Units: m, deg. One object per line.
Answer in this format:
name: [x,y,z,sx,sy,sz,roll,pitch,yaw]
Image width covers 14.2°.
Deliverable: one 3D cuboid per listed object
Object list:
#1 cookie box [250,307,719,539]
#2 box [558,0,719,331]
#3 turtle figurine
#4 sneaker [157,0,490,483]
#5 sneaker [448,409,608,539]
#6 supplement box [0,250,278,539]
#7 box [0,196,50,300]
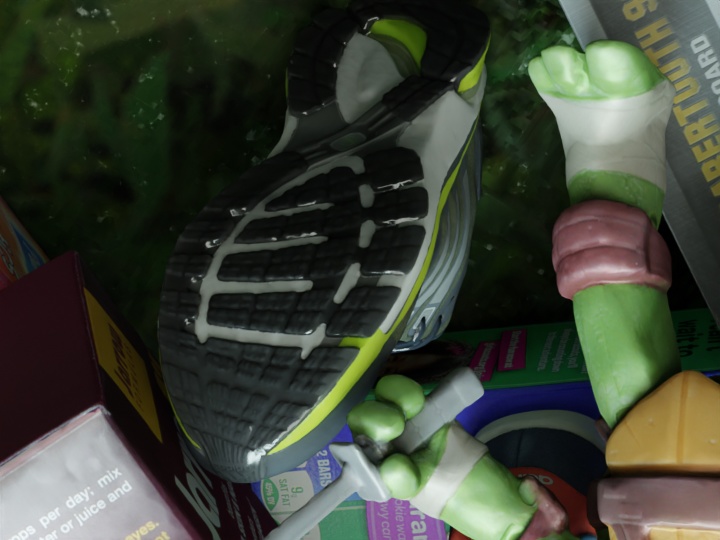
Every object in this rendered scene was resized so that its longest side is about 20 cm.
cookie box: [0.076,0.103,0.915,0.198,0.075,0.172,-6,107,10]
box: [0.145,-0.073,0.820,0.158,0.048,0.201,-28,82,11]
turtle figurine: [0.068,0.031,0.725,0.199,0.144,0.195,14,73,-26]
sneaker: [0.000,0.000,0.842,0.073,0.200,0.081,4,127,20]
sneaker: [0.066,0.146,0.845,0.074,0.085,0.201,-16,106,13]
supplement box: [-0.056,0.109,0.812,0.085,0.110,0.201,-32,114,5]
box: [-0.183,0.054,0.881,0.199,0.095,0.103,-33,113,5]
